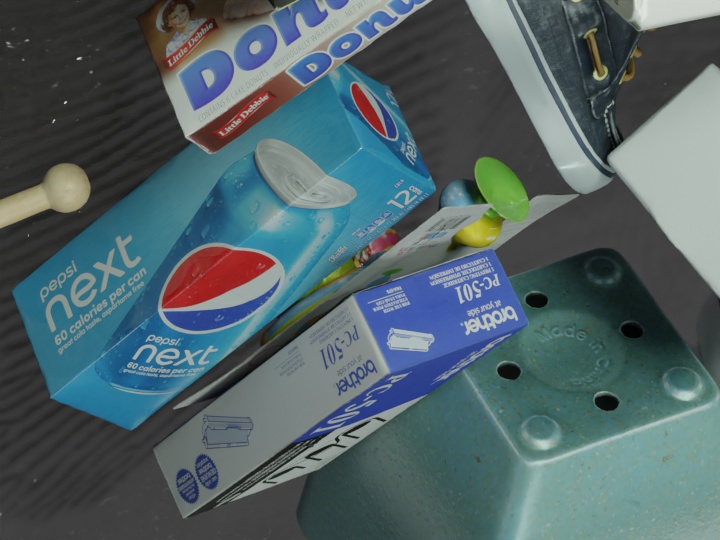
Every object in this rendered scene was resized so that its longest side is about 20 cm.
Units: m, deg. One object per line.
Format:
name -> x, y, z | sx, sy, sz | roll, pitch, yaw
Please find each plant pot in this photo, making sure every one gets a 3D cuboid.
plant pot -> 0.097, 0.104, 1.468 | 0.195, 0.196, 0.201 | -17, 141, -21

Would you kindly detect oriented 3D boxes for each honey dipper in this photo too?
honey dipper -> -0.215, -0.004, 1.268 | 0.199, 0.038, 0.038 | -21, 147, -7

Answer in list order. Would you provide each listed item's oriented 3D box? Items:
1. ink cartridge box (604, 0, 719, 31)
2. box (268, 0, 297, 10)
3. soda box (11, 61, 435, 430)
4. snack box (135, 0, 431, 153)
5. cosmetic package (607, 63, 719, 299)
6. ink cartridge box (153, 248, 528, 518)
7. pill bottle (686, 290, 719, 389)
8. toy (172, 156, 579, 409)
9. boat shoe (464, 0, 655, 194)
ink cartridge box -> 0.187, -0.196, 1.167 | 0.199, 0.084, 0.146 | -12, 120, -16
box -> -0.055, -0.187, 1.079 | 0.050, 0.076, 0.200 | -26, 148, 4
soda box -> -0.065, -0.014, 1.317 | 0.200, 0.068, 0.064 | -38, 144, 21
snack box -> -0.001, -0.133, 1.188 | 0.199, 0.072, 0.024 | -34, 147, 15
cosmetic package -> 0.201, -0.027, 1.382 | 0.071, 0.102, 0.200 | -43, 162, 12
ink cartridge box -> -0.013, 0.058, 1.381 | 0.094, 0.044, 0.200 | -18, 167, -39
pill bottle -> 0.257, 0.031, 1.542 | 0.200, 0.113, 0.112 | -39, 144, 22
toy -> 0.000, 0.000, 1.385 | 0.199, 0.047, 0.115 | -32, 166, 35
boat shoe -> 0.108, -0.110, 1.289 | 0.090, 0.071, 0.200 | -27, 146, 7
